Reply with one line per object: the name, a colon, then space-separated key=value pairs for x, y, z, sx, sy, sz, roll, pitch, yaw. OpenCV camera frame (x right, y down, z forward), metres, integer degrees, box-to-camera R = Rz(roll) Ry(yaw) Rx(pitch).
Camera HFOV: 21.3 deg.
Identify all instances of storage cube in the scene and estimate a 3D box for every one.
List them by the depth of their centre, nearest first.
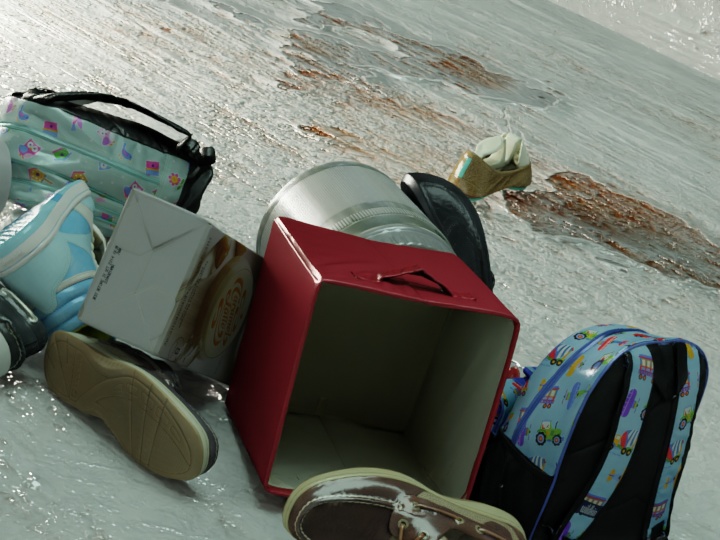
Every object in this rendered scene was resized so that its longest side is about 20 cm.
storage cube: x=0.005 y=0.074 z=1.536 sx=0.170 sy=0.201 sz=0.180 roll=11 pitch=14 yaw=-17

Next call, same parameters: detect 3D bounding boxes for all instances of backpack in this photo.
backpack: x=0.182 y=0.128 z=1.533 sx=0.182 sy=0.201 sz=0.134 roll=-2 pitch=27 yaw=-43
backpack: x=-0.264 y=-0.101 z=1.857 sx=0.199 sy=0.128 sz=0.166 roll=20 pitch=-11 yaw=-36

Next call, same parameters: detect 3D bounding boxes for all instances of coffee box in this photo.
coffee box: x=-0.141 y=0.019 z=1.569 sx=0.079 sy=0.115 sz=0.200 roll=22 pitch=-4 yaw=18

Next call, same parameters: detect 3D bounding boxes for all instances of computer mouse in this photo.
computer mouse: x=0.103 y=-0.011 z=1.842 sx=0.052 sy=0.201 sz=0.139 roll=-25 pitch=-8 yaw=-9

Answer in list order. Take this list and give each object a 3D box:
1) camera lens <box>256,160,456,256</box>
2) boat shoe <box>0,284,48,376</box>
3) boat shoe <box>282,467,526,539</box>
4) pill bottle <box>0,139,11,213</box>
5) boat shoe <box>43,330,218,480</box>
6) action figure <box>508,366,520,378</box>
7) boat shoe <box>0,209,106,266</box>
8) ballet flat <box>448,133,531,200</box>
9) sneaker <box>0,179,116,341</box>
camera lens: x=0.000 y=0.000 z=1.783 sx=0.159 sy=0.161 sz=0.200 roll=9 pitch=21 yaw=-25
boat shoe: x=-0.338 y=0.019 z=1.555 sx=0.200 sy=0.076 sz=0.060 roll=39 pitch=41 yaw=22
boat shoe: x=0.041 y=0.201 z=1.410 sx=0.199 sy=0.073 sz=0.072 roll=17 pitch=16 yaw=-21
pill bottle: x=-0.423 y=-0.092 z=1.731 sx=0.199 sy=0.113 sz=0.112 roll=4 pitch=23 yaw=-34
boat shoe: x=-0.170 y=0.099 z=1.497 sx=0.065 sy=0.072 sz=0.199 roll=-9 pitch=26 yaw=-44
action figure: x=0.099 y=0.121 z=1.720 sx=0.065 sy=0.052 sz=0.200 roll=25 pitch=22 yaw=6
boat shoe: x=-0.262 y=-0.019 z=1.739 sx=0.070 sy=0.070 sz=0.200 roll=-2 pitch=27 yaw=-42
ballet flat: x=0.174 y=-0.137 z=2.437 sx=0.068 sy=0.073 sz=0.200 roll=26 pitch=20 yaw=26
sneaker: x=-0.247 y=0.004 z=1.625 sx=0.131 sy=0.079 sz=0.200 roll=55 pitch=17 yaw=-10
